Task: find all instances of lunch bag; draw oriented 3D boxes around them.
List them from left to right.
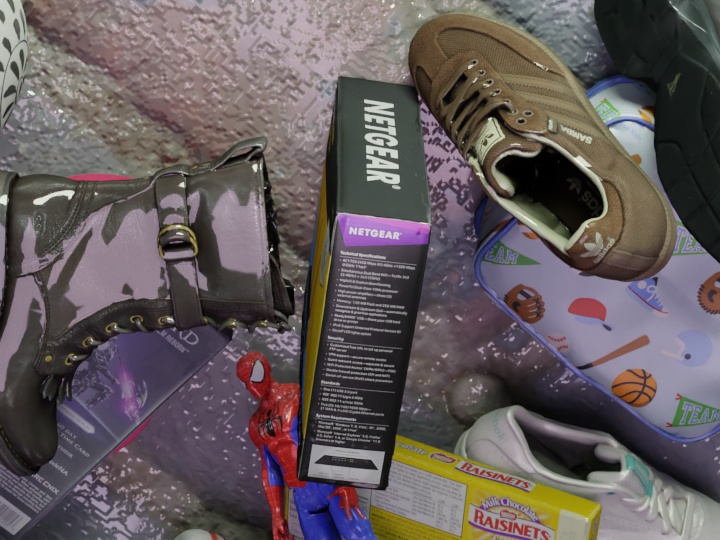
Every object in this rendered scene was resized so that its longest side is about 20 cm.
[{"bbox_3d":[0.174,-0.006,0.988,0.200,0.076,0.160,36,115,-14],"label":"lunch bag"}]

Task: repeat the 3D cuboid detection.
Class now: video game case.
[{"bbox_3d":[-0.194,0.058,1.027,0.143,0.019,0.200,41,108,-19],"label":"video game case"}]

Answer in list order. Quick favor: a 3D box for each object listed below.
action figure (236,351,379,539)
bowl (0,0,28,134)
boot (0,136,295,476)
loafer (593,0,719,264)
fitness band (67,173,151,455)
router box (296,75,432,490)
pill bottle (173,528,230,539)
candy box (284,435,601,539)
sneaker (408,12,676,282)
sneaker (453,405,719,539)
[{"bbox_3d":[-0.022,0.138,1.035,0.065,0.052,0.201,-32,82,33],"label":"action figure"},{"bbox_3d":[-0.236,-0.146,0.910,0.094,0.200,0.201,-46,112,-26],"label":"bowl"},{"bbox_3d":[-0.123,0.025,0.964,0.173,0.069,0.201,0,115,-1],"label":"boot"},{"bbox_3d":[0.188,-0.085,0.896,0.072,0.201,0.073,1,148,-28],"label":"loafer"},{"bbox_3d":[-0.171,0.030,1.041,0.143,0.037,0.200,30,113,-12],"label":"fitness band"},{"bbox_3d":[0.000,0.000,0.931,0.051,0.200,0.150,7,114,-4],"label":"router box"},{"bbox_3d":[-0.039,0.247,1.091,0.199,0.116,0.116,24,114,-16],"label":"pill bottle"},{"bbox_3d":[0.044,0.156,1.052,0.199,0.026,0.103,17,116,24],"label":"candy box"},{"bbox_3d":[0.082,-0.074,0.906,0.075,0.200,0.071,6,124,-52],"label":"sneaker"},{"bbox_3d":[0.157,0.136,1.044,0.199,0.075,0.089,22,147,-8],"label":"sneaker"}]
